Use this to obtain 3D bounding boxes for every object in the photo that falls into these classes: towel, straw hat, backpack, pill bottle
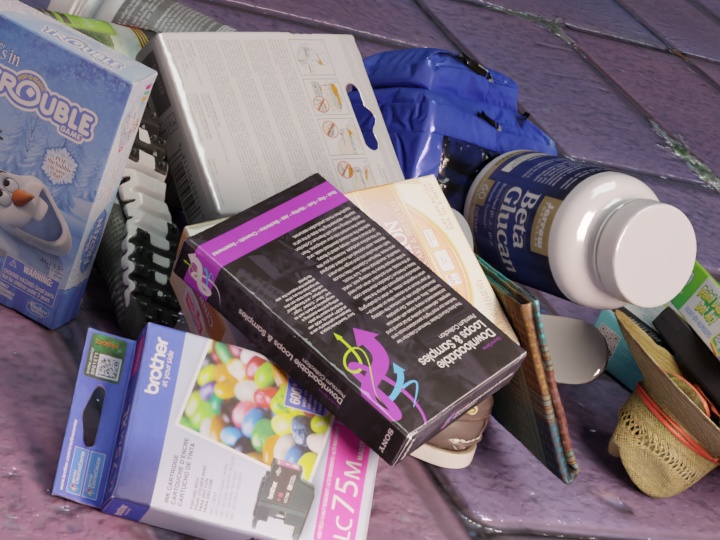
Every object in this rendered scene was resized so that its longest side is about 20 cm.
[{"bbox_3d":[0.106,0.060,1.390,0.022,0.148,0.200,-20,20,-11],"label":"towel"},{"bbox_3d":[0.238,0.129,1.457,0.201,0.085,0.201,44,10,-9],"label":"straw hat"},{"bbox_3d":[0.082,-0.100,1.675,0.199,0.169,0.162,19,-4,-41],"label":"backpack"},{"bbox_3d":[-0.194,-0.200,1.749,0.199,0.111,0.111,26,23,7],"label":"pill bottle"},{"bbox_3d":[0.179,-0.031,1.527,0.110,0.112,0.200,8,7,-31],"label":"pill bottle"}]

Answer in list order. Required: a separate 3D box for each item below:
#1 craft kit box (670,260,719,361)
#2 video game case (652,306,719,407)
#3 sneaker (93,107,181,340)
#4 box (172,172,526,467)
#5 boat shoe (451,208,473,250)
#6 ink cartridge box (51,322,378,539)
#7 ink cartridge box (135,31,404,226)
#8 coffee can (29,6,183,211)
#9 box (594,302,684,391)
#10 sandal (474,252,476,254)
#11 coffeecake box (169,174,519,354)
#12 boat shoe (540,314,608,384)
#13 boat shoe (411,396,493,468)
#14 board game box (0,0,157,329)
[{"bbox_3d":[0.352,0.092,1.562,0.197,0.048,0.200,45,8,-17],"label":"craft kit box"},{"bbox_3d":[0.338,0.131,1.535,0.180,0.026,0.200,38,12,-35],"label":"video game case"},{"bbox_3d":[-0.184,-0.025,1.411,0.066,0.090,0.202,25,46,-49],"label":"sneaker"},{"bbox_3d":[-0.006,0.028,1.233,0.200,0.036,0.143,40,39,19],"label":"box"},{"bbox_3d":[0.000,0.000,1.475,0.090,0.071,0.200,-7,12,43],"label":"boat shoe"},{"bbox_3d":[-0.086,0.109,1.184,0.198,0.042,0.120,16,65,-12],"label":"ink cartridge box"},{"bbox_3d":[-0.069,-0.112,1.502,0.199,0.050,0.163,-4,67,-41],"label":"ink cartridge box"},{"bbox_3d":[-0.213,-0.131,1.533,0.199,0.147,0.146,7,27,-33],"label":"coffee can"},{"bbox_3d":[0.296,0.068,1.695,0.199,0.049,0.082,-3,34,-46],"label":"box"},{"bbox_3d":[0.041,0.000,1.605,0.200,0.058,0.080,16,-14,28],"label":"sandal"},{"bbox_3d":[-0.014,0.029,1.322,0.198,0.073,0.154,-13,61,-24],"label":"coffeecake box"},{"bbox_3d":[0.103,0.057,1.534,0.198,0.071,0.064,16,-10,4],"label":"boat shoe"},{"bbox_3d":[0.000,0.080,1.379,0.199,0.060,0.072,22,24,-1],"label":"boat shoe"},{"bbox_3d":[-0.264,-0.091,1.329,0.199,0.200,0.043,27,23,12],"label":"board game box"}]
